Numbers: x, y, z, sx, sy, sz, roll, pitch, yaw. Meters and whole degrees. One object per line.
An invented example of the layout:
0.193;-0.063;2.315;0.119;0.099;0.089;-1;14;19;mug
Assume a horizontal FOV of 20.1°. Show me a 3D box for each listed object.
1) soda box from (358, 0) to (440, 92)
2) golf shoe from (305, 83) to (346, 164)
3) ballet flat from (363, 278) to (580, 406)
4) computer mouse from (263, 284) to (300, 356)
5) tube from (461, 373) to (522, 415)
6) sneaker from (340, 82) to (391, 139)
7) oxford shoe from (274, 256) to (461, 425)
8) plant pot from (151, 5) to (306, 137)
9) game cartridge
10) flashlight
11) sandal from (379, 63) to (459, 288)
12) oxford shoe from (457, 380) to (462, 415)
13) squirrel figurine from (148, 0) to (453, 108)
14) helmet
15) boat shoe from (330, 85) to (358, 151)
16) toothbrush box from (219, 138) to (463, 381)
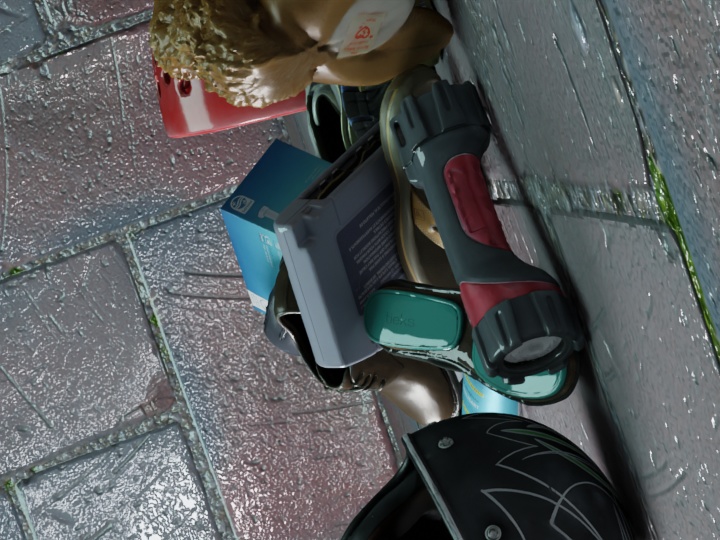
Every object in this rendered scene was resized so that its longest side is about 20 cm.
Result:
-0.006;-0.235;1.434;0.068;0.063;0.202;95;156;-79;soda box
-0.014;-0.145;1.706;0.097;0.078;0.202;50;-157;-62;golf shoe
0.088;0.041;1.364;0.199;0.068;0.069;19;102;46;ballet flat
-0.047;0.020;1.599;0.058;0.034;0.200;33;154;11;computer mouse
0.103;0.065;1.592;0.078;0.050;0.201;58;165;33;tube
0.010;-0.177;1.530;0.079;0.075;0.202;-68;-41;-72;sneaker
0.000;0.067;1.529;0.200;0.072;0.085;41;-130;-30;oxford shoe
-0.108;-0.236;1.954;0.200;0.198;0.184;-142;40;-82;plant pot
0.015;-0.024;1.459;0.041;0.200;0.134;0;120;37;game cartridge
0.081;-0.029;1.290;0.068;0.067;0.202;122;138;-51;flashlight
0.062;-0.052;1.440;0.054;0.080;0.201;13;132;33;sandal
0.096;0.104;1.774;0.085;0.072;0.201;99;152;-49;oxford shoe
-0.060;-0.205;1.323;0.187;0.199;0.142;53;175;30;squirrel figurine
0.089;0.192;1.330;0.199;0.191;0.200;33;-166;-9;helmet
0.012;-0.151;1.632;0.068;0.074;0.202;-57;-52;-70;boat shoe
0.000;0.000;1.642;0.199;0.086;0.147;25;153;27;toothbrush box
